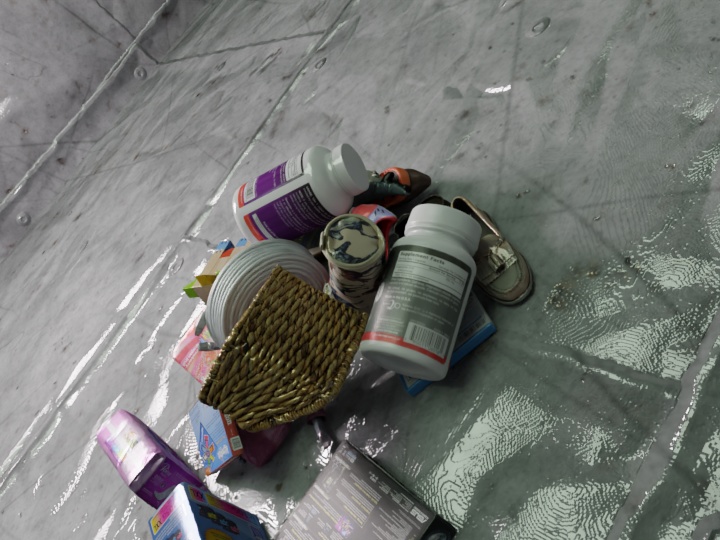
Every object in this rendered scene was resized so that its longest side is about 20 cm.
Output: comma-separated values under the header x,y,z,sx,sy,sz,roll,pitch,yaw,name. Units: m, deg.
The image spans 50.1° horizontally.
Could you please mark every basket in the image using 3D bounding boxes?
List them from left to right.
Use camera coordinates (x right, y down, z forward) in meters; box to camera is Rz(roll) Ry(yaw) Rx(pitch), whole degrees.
x,y,z,sx,sy,sz,roll,pitch,yaw,name
-0.096,0.117,0.978,0.143,0.148,0.200,-59,3,30,basket

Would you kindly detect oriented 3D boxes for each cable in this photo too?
x,y,z,sx,sy,sz,roll,pitch,yaw,name
-0.135,0.053,1.169,0.069,0.199,0.201,31,104,51,cable

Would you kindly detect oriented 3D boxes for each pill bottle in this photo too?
x,y,z,sx,sy,sz,roll,pitch,yaw,name
-0.090,-0.115,1.175,0.199,0.113,0.113,-24,40,24,pill bottle
0.080,0.027,0.973,0.114,0.114,0.201,-1,64,48,pill bottle

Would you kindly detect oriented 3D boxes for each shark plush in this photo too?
x,y,z,sx,sy,sz,roll,pitch,yaw,name
0.016,-0.121,1.236,0.199,0.084,0.091,-10,16,40,shark plush

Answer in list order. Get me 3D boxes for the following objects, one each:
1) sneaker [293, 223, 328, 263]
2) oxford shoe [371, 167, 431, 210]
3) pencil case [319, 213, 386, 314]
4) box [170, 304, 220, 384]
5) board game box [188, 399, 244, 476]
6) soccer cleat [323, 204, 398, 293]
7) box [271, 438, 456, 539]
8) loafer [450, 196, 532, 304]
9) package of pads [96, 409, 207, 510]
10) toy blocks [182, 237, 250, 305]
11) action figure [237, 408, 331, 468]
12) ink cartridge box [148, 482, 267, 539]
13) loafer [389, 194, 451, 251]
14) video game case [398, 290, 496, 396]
x,y,z,sx,sy,sz,roll,pitch,yaw,name
-0.066,-0.060,1.260,0.199,0.067,0.090,-19,69,7,sneaker
0.043,-0.124,1.288,0.200,0.072,0.072,-9,86,60,oxford shoe
-0.009,-0.003,1.022,0.089,0.200,0.078,-10,68,-2,pencil case
-0.199,0.098,1.263,0.102,0.095,0.200,32,83,35,box
-0.210,0.230,1.105,0.200,0.019,0.104,-46,60,60,board game box
0.000,0.000,1.148,0.076,0.067,0.201,18,95,40,soccer cleat
-0.004,0.309,0.896,0.161,0.044,0.200,-54,33,-9,box
0.165,-0.031,1.037,0.072,0.063,0.200,-38,34,13,loafer
-0.329,0.302,1.204,0.076,0.121,0.200,-50,32,-14,package of pads
-0.215,-0.007,1.433,0.199,0.100,0.137,-7,41,31,toy blocks
-0.104,0.192,1.107,0.200,0.134,0.149,-37,7,17,action figure
-0.168,0.366,0.940,0.076,0.136,0.200,-51,33,4,ink cartridge box
0.091,-0.063,1.119,0.073,0.071,0.200,-33,20,28,loafer
0.093,0.063,1.065,0.143,0.018,0.200,-41,34,12,video game case
